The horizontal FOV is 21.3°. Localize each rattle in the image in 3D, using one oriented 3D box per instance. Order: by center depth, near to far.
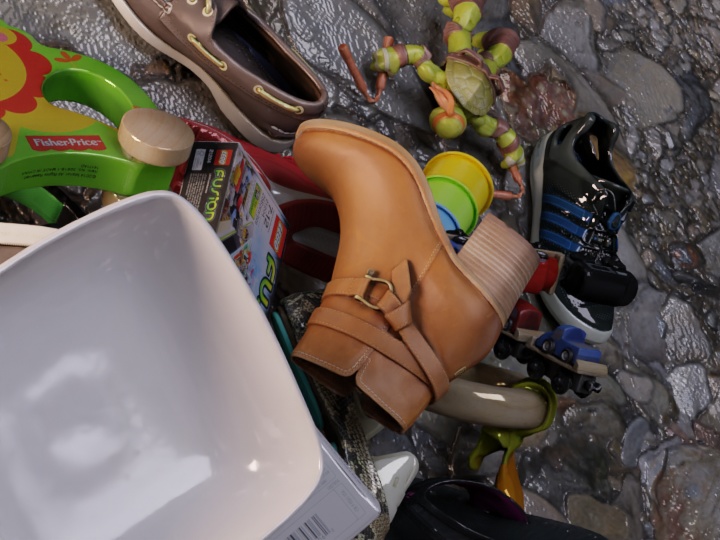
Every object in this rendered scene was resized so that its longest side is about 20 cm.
[{"bbox_3d":[0.031,0.116,1.363,0.198,0.144,0.130,9,24,-20],"label":"rattle"}]

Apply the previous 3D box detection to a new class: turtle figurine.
[{"bbox_3d":[0.077,-0.163,1.561,0.199,0.064,0.162,35,45,-18],"label":"turtle figurine"}]

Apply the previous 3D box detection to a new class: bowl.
[{"bbox_3d":[-0.139,0.079,1.021,0.199,0.074,0.201,-33,102,-31],"label":"bowl"}]

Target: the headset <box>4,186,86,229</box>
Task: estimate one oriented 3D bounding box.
[{"bbox_3d":[-0.210,0.019,1.202,0.123,0.094,0.200,-20,62,-44],"label":"headset"}]

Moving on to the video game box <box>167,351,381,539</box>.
[{"bbox_3d":[-0.120,0.132,1.115,0.183,0.200,0.047,51,1,-5],"label":"video game box"}]

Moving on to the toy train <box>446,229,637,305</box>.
[{"bbox_3d":[0.112,-0.001,1.356,0.198,0.034,0.046,9,20,-27],"label":"toy train"}]

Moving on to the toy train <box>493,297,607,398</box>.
[{"bbox_3d":[0.109,0.041,1.382,0.034,0.046,0.200,12,12,-39],"label":"toy train"}]

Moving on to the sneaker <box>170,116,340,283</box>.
[{"bbox_3d":[-0.076,-0.059,1.374,0.199,0.079,0.116,30,16,-6],"label":"sneaker"}]

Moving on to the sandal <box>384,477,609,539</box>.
[{"bbox_3d":[0.082,0.171,1.299,0.199,0.048,0.076,12,40,2],"label":"sandal"}]

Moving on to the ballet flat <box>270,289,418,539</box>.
[{"bbox_3d":[-0.002,0.106,1.268,0.075,0.068,0.202,-13,76,-8],"label":"ballet flat"}]

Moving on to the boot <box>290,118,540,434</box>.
[{"bbox_3d":[0.000,0.000,1.255,0.199,0.074,0.155,33,72,20],"label":"boot"}]

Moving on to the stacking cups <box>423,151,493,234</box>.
[{"bbox_3d":[0.048,-0.017,1.421,0.060,0.060,0.200,44,34,-10],"label":"stacking cups"}]

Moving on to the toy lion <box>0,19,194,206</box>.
[{"bbox_3d":[-0.229,-0.109,1.221,0.199,0.069,0.192,-2,40,-32],"label":"toy lion"}]

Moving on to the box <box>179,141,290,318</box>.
[{"bbox_3d":[-0.096,0.031,1.228,0.110,0.034,0.202,58,39,-58],"label":"box"}]

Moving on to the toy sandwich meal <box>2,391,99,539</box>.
[{"bbox_3d":[-0.231,0.114,1.046,0.203,0.070,0.207,0,87,-6],"label":"toy sandwich meal"}]

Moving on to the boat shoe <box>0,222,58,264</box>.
[{"bbox_3d":[-0.254,0.004,1.109,0.198,0.072,0.060,4,78,5],"label":"boat shoe"}]

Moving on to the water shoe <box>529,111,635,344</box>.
[{"bbox_3d":[0.183,-0.040,1.562,0.071,0.079,0.202,15,54,-33],"label":"water shoe"}]

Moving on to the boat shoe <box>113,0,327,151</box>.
[{"bbox_3d":[-0.107,-0.176,1.401,0.200,0.059,0.072,46,43,-7],"label":"boat shoe"}]
